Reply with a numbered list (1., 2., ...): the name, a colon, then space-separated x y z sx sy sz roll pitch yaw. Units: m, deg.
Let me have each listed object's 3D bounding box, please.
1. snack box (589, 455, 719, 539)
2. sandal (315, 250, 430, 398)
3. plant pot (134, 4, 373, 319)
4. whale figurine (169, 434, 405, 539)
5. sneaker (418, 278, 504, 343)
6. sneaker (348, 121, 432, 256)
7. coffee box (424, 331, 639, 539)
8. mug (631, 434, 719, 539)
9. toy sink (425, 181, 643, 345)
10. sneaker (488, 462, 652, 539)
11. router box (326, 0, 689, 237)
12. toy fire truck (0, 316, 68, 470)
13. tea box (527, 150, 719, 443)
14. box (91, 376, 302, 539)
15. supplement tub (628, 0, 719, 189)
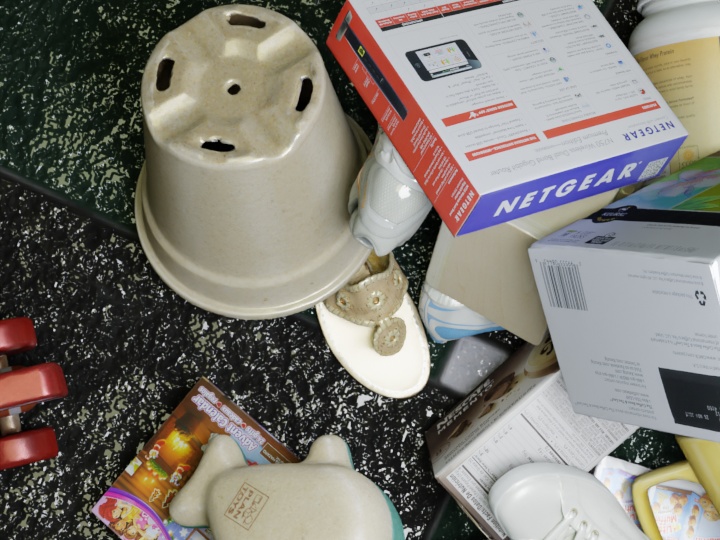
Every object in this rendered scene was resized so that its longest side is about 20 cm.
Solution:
1. snack box: 0.273 0.208 1.560 0.198 0.024 0.073 17 84 -2
2. sandal: -0.005 0.002 1.537 0.077 0.070 0.213 -22 87 -5
3. plant pot: -0.085 -0.092 1.454 0.198 0.184 0.202 -2 65 4
4. whale figurine: -0.050 0.196 1.439 0.199 0.104 0.160 24 78 41
5. sneaker: 0.137 0.005 1.556 0.198 0.073 0.072 -15 58 -16
6. sneaker: 0.024 -0.064 1.448 0.075 0.200 0.092 33 102 1
7. coffee box: 0.149 0.103 1.492 0.200 0.113 0.080 -42 101 8
8. mug: 0.325 0.171 1.506 0.149 0.186 0.154 -26 94 -40
9. toy sink: 0.150 -0.068 1.484 0.111 0.131 0.201 29 58 9
10. sneaker: 0.180 0.210 1.436 0.199 0.085 0.073 34 105 -27
11. router box: 0.103 -0.128 1.380 0.199 0.049 0.180 -16 63 -33
12. toy fire truck: -0.315 0.101 1.463 0.198 0.168 0.113 -11 86 -4
13. tea box: 0.258 0.012 1.325 0.196 0.199 0.135 -25 106 -28
14. box: -0.090 0.197 1.505 0.200 0.039 0.137 38 85 18
15. supplement tub: 0.283 -0.129 1.527 0.143 0.144 0.202 -4 86 -4
